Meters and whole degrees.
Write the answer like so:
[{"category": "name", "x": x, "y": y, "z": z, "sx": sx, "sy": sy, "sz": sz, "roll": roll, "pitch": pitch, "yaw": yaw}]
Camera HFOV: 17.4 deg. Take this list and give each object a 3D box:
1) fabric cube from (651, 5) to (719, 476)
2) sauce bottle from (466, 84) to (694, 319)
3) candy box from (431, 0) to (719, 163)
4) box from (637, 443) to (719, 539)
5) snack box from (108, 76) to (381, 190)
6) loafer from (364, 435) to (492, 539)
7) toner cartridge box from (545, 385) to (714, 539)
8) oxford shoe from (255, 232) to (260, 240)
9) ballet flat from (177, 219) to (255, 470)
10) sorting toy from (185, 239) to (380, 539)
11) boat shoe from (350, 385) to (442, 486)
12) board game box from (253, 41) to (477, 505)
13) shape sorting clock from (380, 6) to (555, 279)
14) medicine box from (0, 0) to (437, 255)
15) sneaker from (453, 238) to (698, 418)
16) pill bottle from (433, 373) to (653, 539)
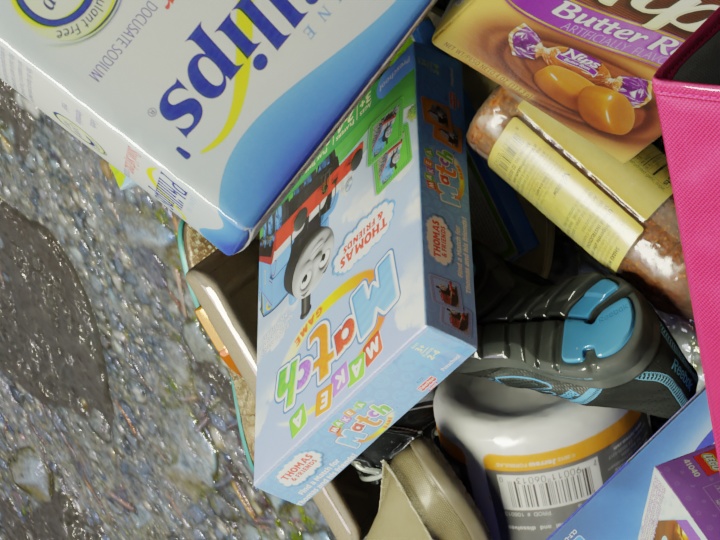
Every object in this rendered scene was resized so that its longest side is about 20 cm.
[{"category": "fabric cube", "x": 0.251, "y": -0.021, "z": 0.885, "sx": 0.200, "sy": 0.196, "sz": 0.200, "roll": 8, "pitch": 125, "yaw": 35}, {"category": "sauce bottle", "x": 0.144, "y": -0.023, "z": 1.177, "sx": 0.200, "sy": 0.066, "sz": 0.066, "roll": 44, "pitch": 146, "yaw": 14}, {"category": "candy box", "x": 0.130, "y": -0.134, "z": 1.069, "sx": 0.117, "sy": 0.057, "sz": 0.200, "roll": 31, "pitch": 149, "yaw": -11}, {"category": "box", "x": 0.177, "y": 0.197, "z": 1.124, "sx": 0.137, "sy": 0.039, "sz": 0.200, "roll": 57, "pitch": 156, "yaw": 36}, {"category": "snack box", "x": -0.093, "y": -0.158, "z": 1.249, "sx": 0.068, "sy": 0.169, "sz": 0.200, "roll": -25, "pitch": 88, "yaw": 39}, {"category": "loafer", "x": 0.029, "y": 0.170, "z": 1.292, "sx": 0.076, "sy": 0.067, "sz": 0.200, "roll": 54, "pitch": 159, "yaw": 38}, {"category": "toner cartridge box", "x": 0.131, "y": 0.141, "z": 1.199, "sx": 0.043, "sy": 0.200, "sz": 0.095, "roll": 47, "pitch": -173, "yaw": 17}, {"category": "oxford shoe", "x": -0.086, "y": -0.105, "z": 1.401, "sx": 0.200, "sy": 0.071, "sz": 0.071, "roll": 45, "pitch": 150, "yaw": 31}, {"category": "ballet flat", "x": -0.060, "y": 0.046, "z": 1.529, "sx": 0.065, "sy": 0.071, "sz": 0.200, "roll": -6, "pitch": 119, "yaw": 25}, {"category": "sorting toy", "x": -0.033, "y": 0.062, "z": 1.400, "sx": 0.036, "sy": 0.200, "sz": 0.185, "roll": -28, "pitch": 95, "yaw": 17}, {"category": "boat shoe", "x": 0.018, "y": 0.091, "z": 1.335, "sx": 0.072, "sy": 0.200, "sz": 0.068, "roll": -3, "pitch": 87, "yaw": 17}, {"category": "board game box", "x": 0.000, "y": 0.000, "z": 1.215, "sx": 0.037, "sy": 0.200, "sz": 0.151, "roll": 24, "pitch": 132, "yaw": -26}, {"category": "shape sorting clock", "x": 0.039, "y": -0.056, "z": 1.314, "sx": 0.200, "sy": 0.039, "sz": 0.200, "roll": 25, "pitch": 125, "yaw": 41}, {"category": "medicine box", "x": -0.080, "y": -0.141, "z": 1.119, "sx": 0.200, "sy": 0.182, "sz": 0.103, "roll": 37, "pitch": 171, "yaw": -1}, {"category": "sneaker", "x": 0.088, "y": 0.038, "z": 1.226, "sx": 0.082, "sy": 0.073, "sz": 0.200, "roll": 39, "pitch": 167, "yaw": -37}, {"category": "pill bottle", "x": 0.114, "y": 0.142, "z": 1.313, "sx": 0.116, "sy": 0.116, "sz": 0.200, "roll": 17, "pitch": 131, "yaw": 45}]
